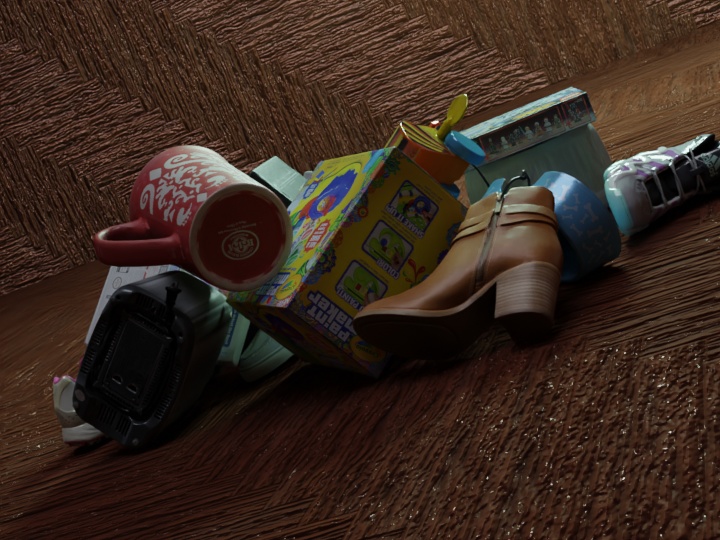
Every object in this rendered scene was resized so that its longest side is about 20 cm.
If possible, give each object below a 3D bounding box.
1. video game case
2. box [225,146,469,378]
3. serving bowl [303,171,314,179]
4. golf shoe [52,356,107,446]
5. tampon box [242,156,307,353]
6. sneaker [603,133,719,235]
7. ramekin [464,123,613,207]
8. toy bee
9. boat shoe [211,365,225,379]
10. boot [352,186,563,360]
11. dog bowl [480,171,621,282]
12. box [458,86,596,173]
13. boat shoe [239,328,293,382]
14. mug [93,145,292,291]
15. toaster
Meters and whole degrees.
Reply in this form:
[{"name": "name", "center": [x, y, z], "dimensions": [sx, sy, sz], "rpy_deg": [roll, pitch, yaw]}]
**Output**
[{"name": "video game case", "center": [-0.214, 0.033, 1.396], "dimensions": [0.198, 0.018, 0.144], "rpy_deg": [5, 65, 23]}, {"name": "box", "center": [-0.013, -0.008, 1.235], "dimensions": [0.193, 0.122, 0.200], "rpy_deg": [-57, 20, -14]}, {"name": "serving bowl", "center": [0.001, -0.067, 1.669], "dimensions": [0.066, 0.199, 0.200], "rpy_deg": [-66, 18, -5]}, {"name": "golf shoe", "center": [-0.274, 0.127, 1.404], "dimensions": [0.075, 0.092, 0.199], "rpy_deg": [-15, 11, 43]}, {"name": "tampon box", "center": [-0.128, -0.021, 1.526], "dimensions": [0.201, 0.126, 0.150], "rpy_deg": [-53, 2, 15]}, {"name": "sneaker", "center": [0.347, -0.105, 1.284], "dimensions": [0.139, 0.078, 0.200], "rpy_deg": [-17, 12, 32]}, {"name": "ramekin", "center": [0.226, -0.115, 1.528], "dimensions": [0.199, 0.106, 0.200], "rpy_deg": [-22, 10, 4]}, {"name": "toy bee", "center": [0.083, -0.122, 1.307], "dimensions": [0.131, 0.200, 0.109], "rpy_deg": [-43, 53, 3]}, {"name": "boat shoe", "center": [-0.228, 0.044, 1.437], "dimensions": [0.067, 0.201, 0.057], "rpy_deg": [-42, -22, 21]}, {"name": "boot", "center": [0.094, -0.001, 1.127], "dimensions": [0.198, 0.074, 0.156], "rpy_deg": [-6, 51, 19]}, {"name": "dog bowl", "center": [0.181, -0.038, 1.231], "dimensions": [0.050, 0.112, 0.200], "rpy_deg": [-40, 16, -21]}, {"name": "box", "center": [0.185, -0.171, 1.489], "dimensions": [0.198, 0.040, 0.137], "rpy_deg": [-21, 9, 7]}, {"name": "boat shoe", "center": [-0.083, 0.040, 1.383], "dimensions": [0.201, 0.072, 0.070], "rpy_deg": [-49, 20, -28]}, {"name": "mug", "center": [-0.167, -0.035, 1.244], "dimensions": [0.178, 0.134, 0.200], "rpy_deg": [-47, 26, -9]}, {"name": "toaster", "center": [-0.215, 0.082, 1.278], "dimensions": [0.201, 0.113, 0.129], "rpy_deg": [-66, -12, 19]}]
